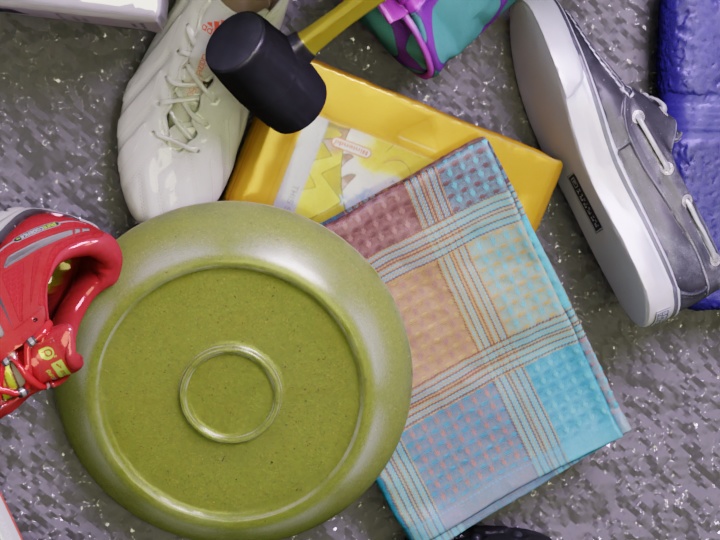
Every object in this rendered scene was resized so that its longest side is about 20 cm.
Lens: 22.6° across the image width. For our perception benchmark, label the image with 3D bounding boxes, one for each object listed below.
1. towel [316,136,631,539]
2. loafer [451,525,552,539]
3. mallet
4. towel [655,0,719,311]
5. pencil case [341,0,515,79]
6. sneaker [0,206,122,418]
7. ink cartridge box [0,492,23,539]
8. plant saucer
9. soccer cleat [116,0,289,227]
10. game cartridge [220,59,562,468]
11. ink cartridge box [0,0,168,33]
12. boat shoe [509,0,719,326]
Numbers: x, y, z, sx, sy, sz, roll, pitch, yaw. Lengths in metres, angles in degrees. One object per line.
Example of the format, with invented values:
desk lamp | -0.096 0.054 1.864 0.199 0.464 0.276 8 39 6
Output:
towel | 0.052 0.045 1.011 0.146 0.022 0.201 -29 107 -5
loafer | 0.026 0.201 1.039 0.199 0.068 0.071 -15 118 -16
mallet | 0.008 -0.149 0.902 0.200 0.041 0.066 -40 136 19
towel | 0.243 -0.078 1.078 0.147 0.050 0.202 0 96 -8
pencil case | 0.081 -0.196 0.993 0.200 0.092 0.085 -41 94 -6
sneaker | -0.182 0.043 0.893 0.077 0.084 0.201 76 32 -46
ink cartridge box | -0.272 0.187 0.960 0.199 0.050 0.110 -25 101 -13
plant saucer | -0.070 0.063 0.978 0.198 0.031 0.201 0 107 -1
soccer cleat | -0.080 -0.115 0.966 0.069 0.078 0.201 19 91 -16
game cartridge | 0.000 0.000 1.014 0.175 0.032 0.201 20 96 -16
ink cartridge box | -0.191 -0.206 0.907 0.199 0.084 0.147 7 93 -4
boat shoe | 0.149 -0.071 1.026 0.067 0.072 0.201 -24 87 -13
